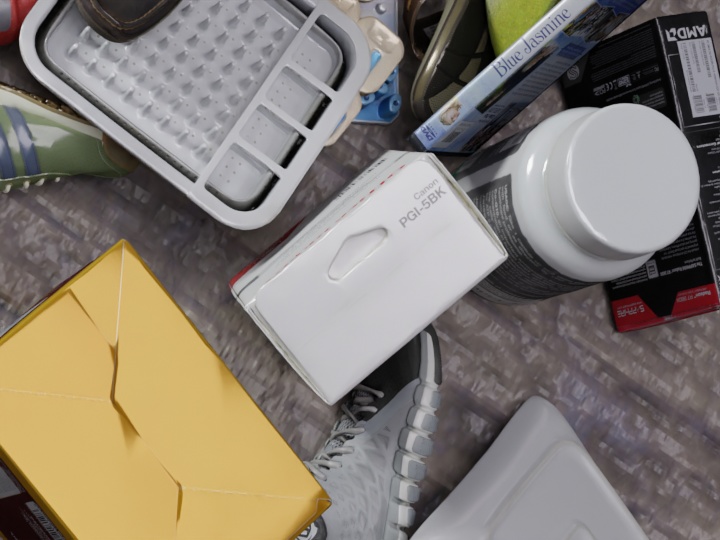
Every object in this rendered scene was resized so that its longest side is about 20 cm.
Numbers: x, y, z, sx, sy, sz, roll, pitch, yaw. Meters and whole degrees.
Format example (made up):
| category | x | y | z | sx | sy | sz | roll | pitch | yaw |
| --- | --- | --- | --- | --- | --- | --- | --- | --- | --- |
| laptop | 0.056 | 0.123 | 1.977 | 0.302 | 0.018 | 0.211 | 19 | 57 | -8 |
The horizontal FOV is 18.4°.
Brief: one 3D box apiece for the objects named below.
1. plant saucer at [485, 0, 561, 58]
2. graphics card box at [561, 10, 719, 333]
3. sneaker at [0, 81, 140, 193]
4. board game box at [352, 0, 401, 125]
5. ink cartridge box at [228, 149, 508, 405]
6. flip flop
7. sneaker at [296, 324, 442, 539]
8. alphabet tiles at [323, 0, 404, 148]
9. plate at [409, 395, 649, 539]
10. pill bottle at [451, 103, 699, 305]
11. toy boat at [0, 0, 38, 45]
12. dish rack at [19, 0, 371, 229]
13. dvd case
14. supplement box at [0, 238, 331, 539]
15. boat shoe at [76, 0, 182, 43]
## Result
| category | x | y | z | sx | sy | sz | roll | pitch | yaw |
| --- | --- | --- | --- | --- | --- | --- | --- | --- | --- |
| plant saucer | 0.154 | -0.253 | 1.493 | 0.048 | 0.200 | 0.201 | 33 | 58 | 3 |
| graphics card box | 0.207 | -0.066 | 1.534 | 0.050 | 0.125 | 0.202 | -11 | 86 | -29 |
| sneaker | -0.241 | -0.076 | 1.414 | 0.199 | 0.067 | 0.091 | 19 | 94 | -24 |
| board game box | -0.065 | -0.205 | 1.510 | 0.198 | 0.026 | 0.202 | 2 | 82 | -19 |
| ink cartridge box | 0.000 | 0.000 | 1.395 | 0.146 | 0.200 | 0.083 | -39 | 97 | -2 |
| flip flop | 0.060 | -0.188 | 1.534 | 0.057 | 0.081 | 0.202 | 0 | 66 | 22 |
| sneaker | -0.016 | 0.117 | 1.458 | 0.114 | 0.075 | 0.202 | 13 | 79 | -15 |
| alphabet tiles | -0.069 | -0.179 | 1.483 | 0.200 | 0.015 | 0.196 | 41 | 71 | -10 |
| plate | 0.140 | 0.204 | 1.475 | 0.201 | 0.032 | 0.200 | 54 | 40 | -6 |
| pill bottle | 0.136 | -0.044 | 1.466 | 0.112 | 0.200 | 0.114 | 3 | 82 | -19 |
| toy boat | -0.254 | -0.244 | 1.389 | 0.129 | 0.131 | 0.202 | -10 | 83 | -21 |
| dish rack | -0.108 | -0.136 | 1.425 | 0.199 | 0.043 | 0.172 | 38 | 66 | -11 |
| dvd case | 0.125 | -0.145 | 1.465 | 0.200 | 0.143 | 0.018 | -42 | 82 | 13 |
| supplement box | -0.152 | 0.112 | 1.340 | 0.133 | 0.200 | 0.198 | -40 | 97 | -20 |
| boat shoe | -0.110 | -0.230 | 1.385 | 0.074 | 0.073 | 0.201 | 35 | 65 | -10 |
